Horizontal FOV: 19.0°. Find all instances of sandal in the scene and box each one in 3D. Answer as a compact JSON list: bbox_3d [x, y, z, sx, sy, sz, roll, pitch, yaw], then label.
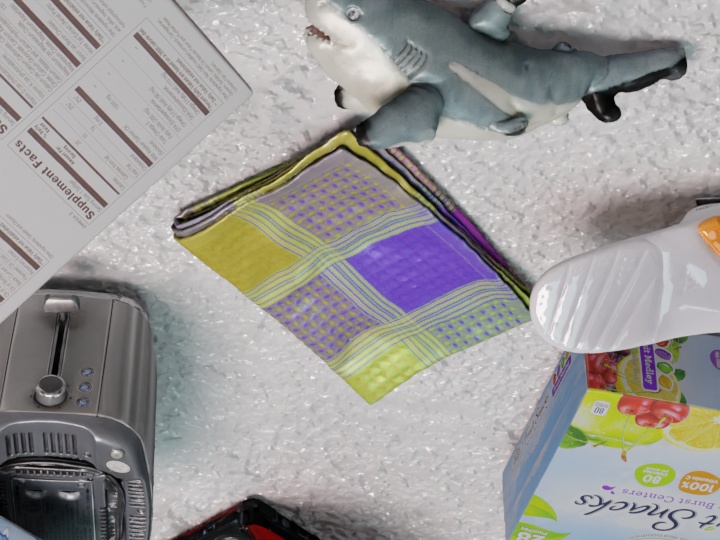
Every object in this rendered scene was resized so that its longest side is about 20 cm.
[{"bbox_3d":[0.192,-0.005,1.212,0.206,0.059,0.079,-8,110,-4],"label":"sandal"}]

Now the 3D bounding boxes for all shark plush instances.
[{"bbox_3d":[0.070,-0.107,1.100,0.199,0.091,0.083,6,108,2],"label":"shark plush"}]

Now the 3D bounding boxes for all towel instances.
[{"bbox_3d":[0.000,0.000,1.250,0.143,0.023,0.200,-26,132,26],"label":"towel"}]

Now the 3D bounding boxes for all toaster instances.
[{"bbox_3d":[-0.176,0.103,1.288,0.113,0.129,0.200,2,138,-1],"label":"toaster"}]

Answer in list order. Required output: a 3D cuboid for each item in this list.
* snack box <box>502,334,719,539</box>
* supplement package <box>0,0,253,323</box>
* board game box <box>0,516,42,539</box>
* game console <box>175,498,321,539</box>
[{"bbox_3d":[0.207,0.117,1.343,0.200,0.068,0.169,11,137,-10],"label":"snack box"},{"bbox_3d":[-0.190,-0.091,0.997,0.200,0.152,0.151,-42,129,0],"label":"supplement package"},{"bbox_3d":[-0.295,0.153,1.227,0.199,0.043,0.200,37,145,-29],"label":"board game box"},{"bbox_3d":[-0.030,0.254,1.463,0.172,0.119,0.200,-31,129,30],"label":"game console"}]
